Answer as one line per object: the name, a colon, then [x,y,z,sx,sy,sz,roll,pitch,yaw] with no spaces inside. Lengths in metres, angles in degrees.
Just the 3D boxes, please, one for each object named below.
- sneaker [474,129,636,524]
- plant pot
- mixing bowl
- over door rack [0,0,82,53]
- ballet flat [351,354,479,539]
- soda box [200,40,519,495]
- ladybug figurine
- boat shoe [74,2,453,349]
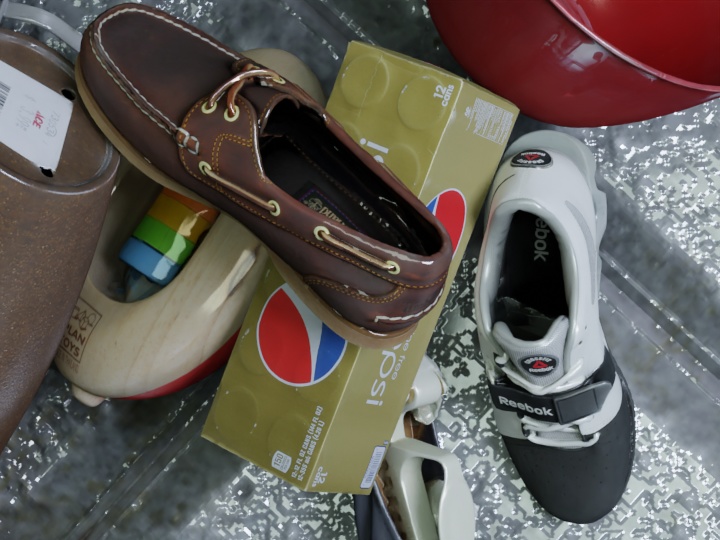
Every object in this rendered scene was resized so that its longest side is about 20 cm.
sneaker: [0.086,0.042,0.914,0.074,0.089,0.201,-4,109,19]
plant pot: [-0.201,-0.012,0.872,0.187,0.187,0.200,49,126,6]
mixing bowl: [0.103,-0.146,0.921,0.199,0.108,0.201,18,54,-27]
over door rack: [-0.111,-0.115,0.948,0.199,0.067,0.149,6,68,26]
ballet flat: [0.020,0.084,0.946,0.073,0.073,0.202,-14,87,3]
soda box: [0.000,0.000,0.888,0.067,0.064,0.201,23,94,31]
ladybug figurine: [-0.078,-0.015,0.948,0.201,0.072,0.136,-54,45,-2]
boat shoe: [-0.040,-0.054,0.817,0.200,0.070,0.070,39,58,9]
